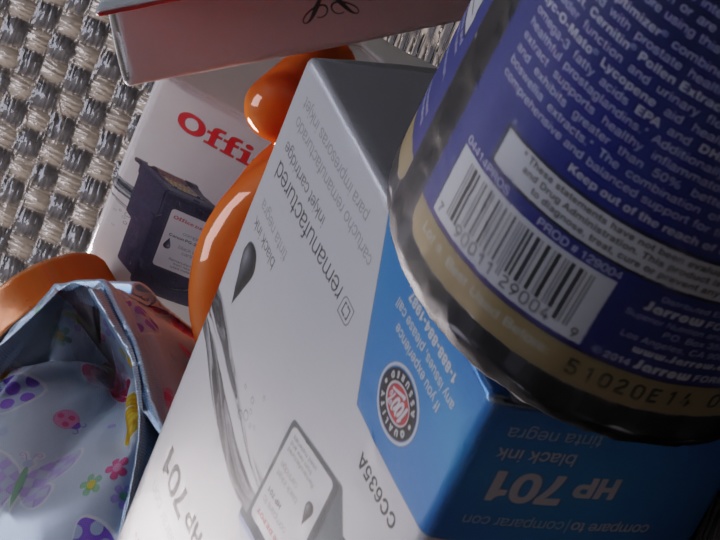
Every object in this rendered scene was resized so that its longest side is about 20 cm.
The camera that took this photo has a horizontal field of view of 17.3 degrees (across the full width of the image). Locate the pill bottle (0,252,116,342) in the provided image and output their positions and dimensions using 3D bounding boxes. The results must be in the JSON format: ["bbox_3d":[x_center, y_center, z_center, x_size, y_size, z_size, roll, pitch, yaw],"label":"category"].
[{"bbox_3d":[-0.098,0.090,1.036,0.200,0.106,0.106,57,145,22],"label":"pill bottle"}]

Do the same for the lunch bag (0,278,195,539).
[{"bbox_3d":[-0.070,0.120,0.856,0.127,0.170,0.200,-5,59,33],"label":"lunch bag"}]

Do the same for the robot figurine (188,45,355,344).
[{"bbox_3d":[0.000,-0.002,0.877,0.117,0.144,0.200,-51,3,11],"label":"robot figurine"}]

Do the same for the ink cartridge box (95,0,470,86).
[{"bbox_3d":[0.009,-0.104,0.839,0.174,0.200,0.044,-103,2,-74],"label":"ink cartridge box"}]

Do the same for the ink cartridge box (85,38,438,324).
[{"bbox_3d":[-0.041,-0.020,1.088,0.084,0.145,0.200,-63,1,-43],"label":"ink cartridge box"}]

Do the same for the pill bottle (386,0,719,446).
[{"bbox_3d":[0.088,-0.064,0.502,0.112,0.112,0.200,-80,13,-47],"label":"pill bottle"}]

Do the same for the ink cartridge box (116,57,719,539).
[{"bbox_3d":[0.010,0.064,0.668,0.200,0.086,0.147,-65,34,31],"label":"ink cartridge box"}]
